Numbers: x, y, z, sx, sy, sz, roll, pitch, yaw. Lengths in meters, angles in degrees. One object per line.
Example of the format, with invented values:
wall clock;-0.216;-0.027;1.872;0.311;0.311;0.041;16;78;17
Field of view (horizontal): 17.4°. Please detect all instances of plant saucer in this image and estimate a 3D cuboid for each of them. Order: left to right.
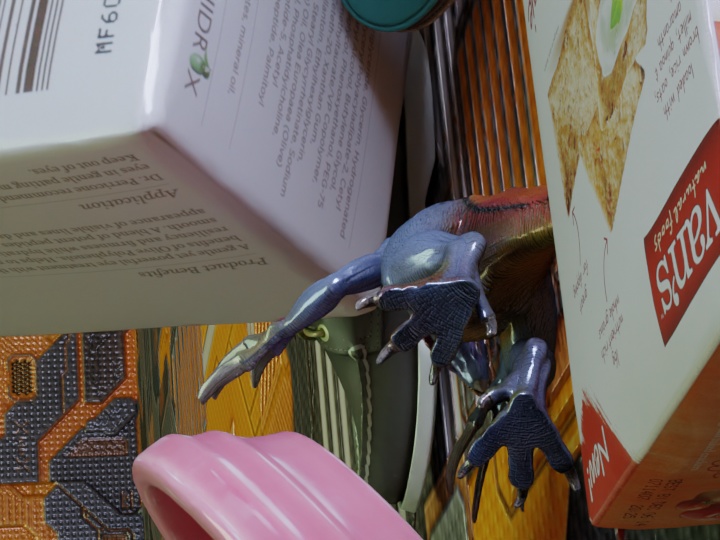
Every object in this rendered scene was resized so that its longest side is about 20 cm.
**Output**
plant saucer;0.006;0.125;0.758;0.201;0.051;0.201;48;166;16

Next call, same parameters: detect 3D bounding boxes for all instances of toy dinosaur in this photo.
toy dinosaur;0.046;0.010;0.777;0.200;0.105;0.182;-46;10;18

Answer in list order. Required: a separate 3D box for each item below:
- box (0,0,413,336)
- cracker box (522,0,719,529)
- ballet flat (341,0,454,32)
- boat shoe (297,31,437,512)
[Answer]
box;-0.101;-0.095;0.913;0.171;0.198;0.202;40;-127;-52
cracker box;0.076;-0.060;0.511;0.134;0.057;0.202;107;159;-64
ballet flat;0.028;-0.179;0.831;0.065;0.070;0.201;-61;-15;-49
boat shoe;0.000;0.000;0.988;0.072;0.060;0.204;161;107;-81
